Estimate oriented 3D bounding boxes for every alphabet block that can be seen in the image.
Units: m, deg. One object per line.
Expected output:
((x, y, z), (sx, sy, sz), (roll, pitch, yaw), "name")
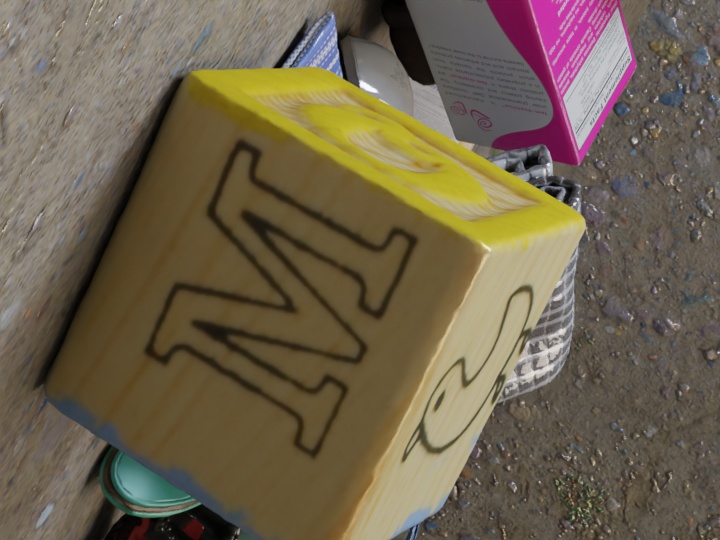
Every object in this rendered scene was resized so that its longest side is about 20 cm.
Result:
((-0.022, 0.019, 1.272), (0.201, 0.196, 0.195), (-64, 165, 16), "alphabet block")

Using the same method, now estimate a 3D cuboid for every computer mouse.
((0.015, -0.101, 1.584), (0.200, 0.044, 0.110), (83, -3, -74), "computer mouse")

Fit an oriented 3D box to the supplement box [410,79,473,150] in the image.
((0.026, -0.069, 1.798), (0.126, 0.073, 0.200), (-65, 171, 24), "supplement box")

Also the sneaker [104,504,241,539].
((-0.163, 0.225, 1.597), (0.201, 0.071, 0.098), (-48, -171, -9), "sneaker")

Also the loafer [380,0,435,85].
((0.069, -0.175, 1.664), (0.200, 0.073, 0.071), (-30, 117, -58), "loafer")

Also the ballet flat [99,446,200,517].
((-0.110, 0.117, 1.564), (0.200, 0.068, 0.070), (-29, -175, -41), "ballet flat")

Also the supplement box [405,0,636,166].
((0.102, -0.177, 1.533), (0.104, 0.101, 0.200), (-57, 145, -29), "supplement box")

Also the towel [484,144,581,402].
((0.044, 0.023, 1.481), (0.199, 0.086, 0.166), (-19, 139, -17), "towel")

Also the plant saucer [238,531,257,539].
((-0.052, 0.197, 1.875), (0.200, 0.199, 0.036), (-20, 95, -78), "plant saucer")

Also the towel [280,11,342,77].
((-0.041, -0.051, 1.462), (0.145, 0.024, 0.200), (-58, 159, -25), "towel")

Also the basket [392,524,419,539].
((-0.010, 0.297, 2.602), (0.177, 0.139, 0.200), (-63, -178, 15), "basket")
